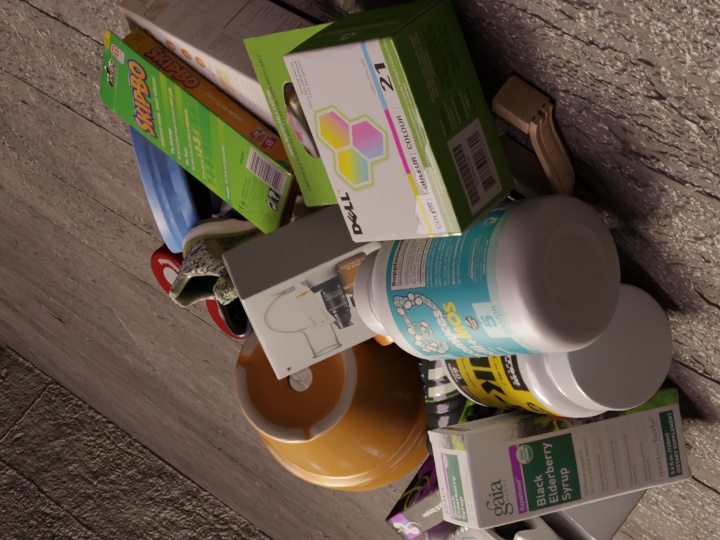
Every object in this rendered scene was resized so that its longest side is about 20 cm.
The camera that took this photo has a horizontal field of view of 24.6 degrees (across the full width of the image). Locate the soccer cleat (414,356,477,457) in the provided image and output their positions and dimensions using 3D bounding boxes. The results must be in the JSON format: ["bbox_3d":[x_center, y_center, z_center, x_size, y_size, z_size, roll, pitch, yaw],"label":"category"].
[{"bbox_3d":[0.079,0.080,1.482,0.081,0.068,0.201,21,123,12],"label":"soccer cleat"}]

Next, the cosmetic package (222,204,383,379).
[{"bbox_3d":[0.000,0.000,1.352,0.151,0.199,0.052,71,173,-62],"label":"cosmetic package"}]

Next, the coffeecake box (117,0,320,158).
[{"bbox_3d":[-0.085,-0.155,1.357,0.200,0.073,0.154,31,161,29],"label":"coffeecake box"}]

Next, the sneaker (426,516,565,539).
[{"bbox_3d":[0.123,0.239,1.499,0.200,0.070,0.080,1,130,56],"label":"sneaker"}]

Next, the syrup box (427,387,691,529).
[{"bbox_3d":[0.164,0.153,1.365,0.081,0.199,0.079,172,88,-69],"label":"syrup box"}]

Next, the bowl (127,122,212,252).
[{"bbox_3d":[-0.177,-0.118,1.530,0.201,0.039,0.202,-13,-90,-89],"label":"bowl"}]

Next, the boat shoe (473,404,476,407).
[{"bbox_3d":[0.102,0.095,1.586,0.066,0.072,0.201,6,154,18],"label":"boat shoe"}]

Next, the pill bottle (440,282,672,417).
[{"bbox_3d":[0.153,0.058,1.309,0.114,0.114,0.200,45,162,-16],"label":"pill bottle"}]

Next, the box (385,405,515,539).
[{"bbox_3d":[0.111,0.163,1.519,0.036,0.143,0.200,43,144,-5],"label":"box"}]

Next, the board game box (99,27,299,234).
[{"bbox_3d":[-0.133,-0.116,1.348,0.200,0.030,0.096,36,147,10],"label":"board game box"}]

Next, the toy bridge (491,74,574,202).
[{"bbox_3d":[0.122,-0.069,1.203,0.067,0.027,0.200,35,161,14],"label":"toy bridge"}]

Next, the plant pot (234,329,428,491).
[{"bbox_3d":[-0.033,0.112,1.613,0.200,0.201,0.183,34,-177,21],"label":"plant pot"}]

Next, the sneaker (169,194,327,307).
[{"bbox_3d":[-0.087,-0.002,1.415,0.199,0.089,0.077,-13,126,41],"label":"sneaker"}]

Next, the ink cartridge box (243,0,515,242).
[{"bbox_3d":[-0.008,-0.099,1.166,0.199,0.076,0.148,-4,116,41],"label":"ink cartridge box"}]

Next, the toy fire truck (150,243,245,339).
[{"bbox_3d":[-0.133,-0.037,1.733,0.200,0.112,0.168,31,142,26],"label":"toy fire truck"}]

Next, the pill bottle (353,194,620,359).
[{"bbox_3d":[0.085,0.009,1.212,0.200,0.111,0.111,-7,131,50],"label":"pill bottle"}]

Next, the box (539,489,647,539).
[{"bbox_3d":[0.187,0.179,1.523,0.097,0.124,0.200,42,164,-5],"label":"box"}]

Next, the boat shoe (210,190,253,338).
[{"bbox_3d":[-0.129,-0.032,1.642,0.075,0.062,0.201,-1,105,25],"label":"boat shoe"}]

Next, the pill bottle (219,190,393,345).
[{"bbox_3d":[-0.024,-0.023,1.505,0.200,0.106,0.106,45,163,-12],"label":"pill bottle"}]
